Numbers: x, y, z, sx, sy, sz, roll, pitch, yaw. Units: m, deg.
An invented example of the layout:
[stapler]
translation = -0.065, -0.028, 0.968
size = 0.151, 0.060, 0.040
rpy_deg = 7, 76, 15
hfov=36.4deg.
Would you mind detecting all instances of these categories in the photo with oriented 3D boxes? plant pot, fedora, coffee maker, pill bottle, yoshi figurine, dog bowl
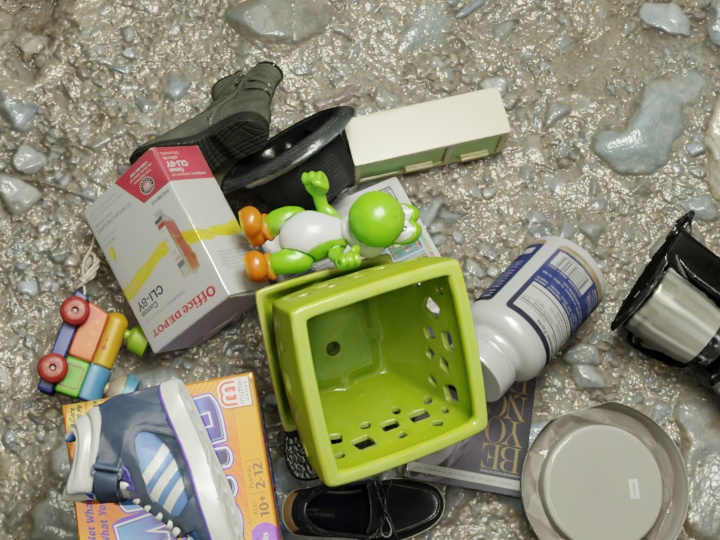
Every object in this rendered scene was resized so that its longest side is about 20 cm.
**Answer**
[plant pot]
translation = -0.001, 0.092, 1.195
size = 0.200, 0.181, 0.199
rpy_deg = -17, 106, -22
[fedora]
translation = -0.072, -0.116, 1.315
size = 0.200, 0.201, 0.092
rpy_deg = -35, 105, -11
[coffee maker]
translation = 0.433, 0.048, 1.310
size = 0.200, 0.135, 0.192
rpy_deg = 36, 76, 6
[pill bottle]
translation = 0.189, 0.059, 1.283
size = 0.111, 0.111, 0.200
rpy_deg = 43, 61, 8
[yoshi figurine]
translation = -0.033, -0.047, 1.206
size = 0.200, 0.112, 0.113
rpy_deg = -10, 115, 3
[dog bowl]
translation = 0.278, 0.254, 1.282
size = 0.200, 0.059, 0.200
rpy_deg = 2, 78, -8

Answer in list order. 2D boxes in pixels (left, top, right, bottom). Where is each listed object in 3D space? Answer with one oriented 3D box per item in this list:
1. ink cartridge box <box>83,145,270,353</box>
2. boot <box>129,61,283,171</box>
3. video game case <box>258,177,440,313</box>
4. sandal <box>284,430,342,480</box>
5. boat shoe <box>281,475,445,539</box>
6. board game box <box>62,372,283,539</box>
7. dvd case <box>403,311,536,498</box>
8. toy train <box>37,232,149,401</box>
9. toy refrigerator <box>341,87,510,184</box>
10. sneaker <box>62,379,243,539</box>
[ink cartridge box]
translation = -0.216, -0.024, 1.287
size = 0.145, 0.083, 0.200
rpy_deg = -36, 77, 30
[boot]
translation = -0.187, -0.185, 1.373
size = 0.200, 0.068, 0.131
rpy_deg = -16, 42, 22
[video game case]
translation = 0.000, 0.000, 1.341
size = 0.200, 0.024, 0.182
rpy_deg = -24, 78, -19
[sandal]
translation = -0.041, 0.159, 1.308
size = 0.075, 0.048, 0.201
rpy_deg = 13, 62, -1
[boat shoe]
translation = 0.010, 0.274, 1.251
size = 0.200, 0.062, 0.075
rpy_deg = 4, 75, -22
[board game box]
translation = -0.194, 0.239, 1.197
size = 0.200, 0.200, 0.200
rpy_deg = -10, 77, -5
[dvd case]
translation = 0.136, 0.161, 1.312
size = 0.148, 0.016, 0.200
rpy_deg = 13, 76, -12
[toy train]
translation = -0.297, 0.064, 1.301
size = 0.116, 0.085, 0.200
rpy_deg = 20, 75, -8
[toy refrigerator]
translation = 0.081, -0.165, 1.377
size = 0.200, 0.076, 0.070
rpy_deg = -13, 77, -7
[sneaker]
translation = -0.209, 0.217, 1.064
size = 0.146, 0.081, 0.200
rpy_deg = -22, 81, 0
